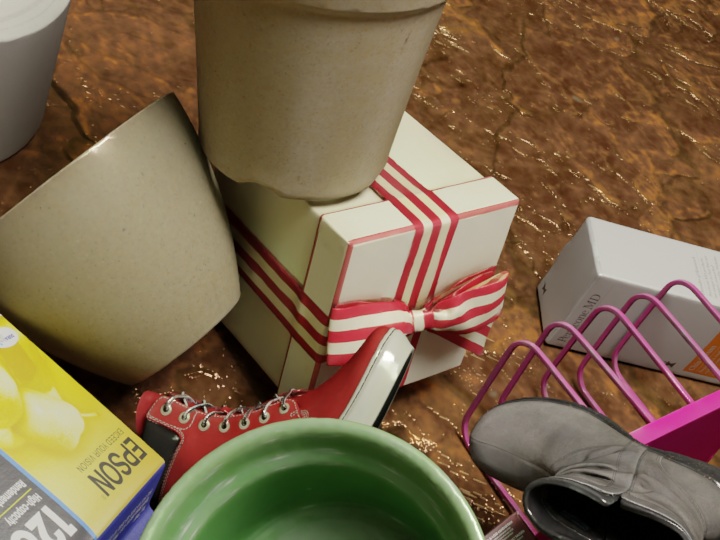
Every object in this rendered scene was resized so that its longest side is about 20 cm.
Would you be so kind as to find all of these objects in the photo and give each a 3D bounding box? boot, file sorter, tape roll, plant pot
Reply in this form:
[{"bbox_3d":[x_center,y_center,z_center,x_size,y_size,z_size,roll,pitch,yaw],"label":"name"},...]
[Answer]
[{"bbox_3d":[0.133,0.131,0.768,0.199,0.070,0.131,10,7,35],"label":"boot"},{"bbox_3d":[0.198,0.106,0.950,0.199,0.139,0.126,-16,57,-36],"label":"file sorter"},{"bbox_3d":[-0.334,-0.194,0.940,0.201,0.139,0.204,14,47,-15],"label":"tape roll"},{"bbox_3d":[-0.067,0.092,0.794,0.144,0.200,0.072,38,11,10],"label":"boot"},{"bbox_3d":[-0.033,-0.156,0.792,0.199,0.184,0.201,9,35,-6],"label":"plant pot"}]

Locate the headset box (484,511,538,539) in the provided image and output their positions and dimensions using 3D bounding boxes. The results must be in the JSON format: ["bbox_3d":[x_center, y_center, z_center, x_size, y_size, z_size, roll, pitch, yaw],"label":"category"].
[{"bbox_3d":[0.090,0.261,0.750,0.148,0.077,0.200,-36,71,-4],"label":"headset box"}]

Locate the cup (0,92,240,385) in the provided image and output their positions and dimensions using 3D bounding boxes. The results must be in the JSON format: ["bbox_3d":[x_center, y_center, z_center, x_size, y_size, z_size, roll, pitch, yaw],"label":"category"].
[{"bbox_3d":[-0.167,-0.006,0.845,0.144,0.200,0.200,53,44,-10],"label":"cup"}]

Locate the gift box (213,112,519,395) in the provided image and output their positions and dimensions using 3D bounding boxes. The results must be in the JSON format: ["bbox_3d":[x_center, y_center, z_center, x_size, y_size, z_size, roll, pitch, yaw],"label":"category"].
[{"bbox_3d":[0.000,0.000,0.915,0.184,0.201,0.187,-19,46,-33],"label":"gift box"}]

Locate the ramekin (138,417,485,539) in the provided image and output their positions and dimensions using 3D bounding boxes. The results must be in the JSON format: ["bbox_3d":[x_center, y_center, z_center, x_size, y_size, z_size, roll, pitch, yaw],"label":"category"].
[{"bbox_3d":[-0.022,0.192,0.668,0.199,0.098,0.201,-4,64,8],"label":"ramekin"}]

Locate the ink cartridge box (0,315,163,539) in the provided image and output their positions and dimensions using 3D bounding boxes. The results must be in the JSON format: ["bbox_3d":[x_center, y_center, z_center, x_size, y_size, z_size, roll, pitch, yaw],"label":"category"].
[{"bbox_3d":[-0.183,0.125,0.686,0.200,0.047,0.198,39,14,-1],"label":"ink cartridge box"}]

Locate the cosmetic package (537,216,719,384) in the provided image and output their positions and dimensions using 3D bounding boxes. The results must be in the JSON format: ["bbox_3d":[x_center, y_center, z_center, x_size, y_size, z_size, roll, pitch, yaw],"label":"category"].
[{"bbox_3d":[0.270,0.031,1.076,0.199,0.102,0.072,13,47,-15],"label":"cosmetic package"}]
